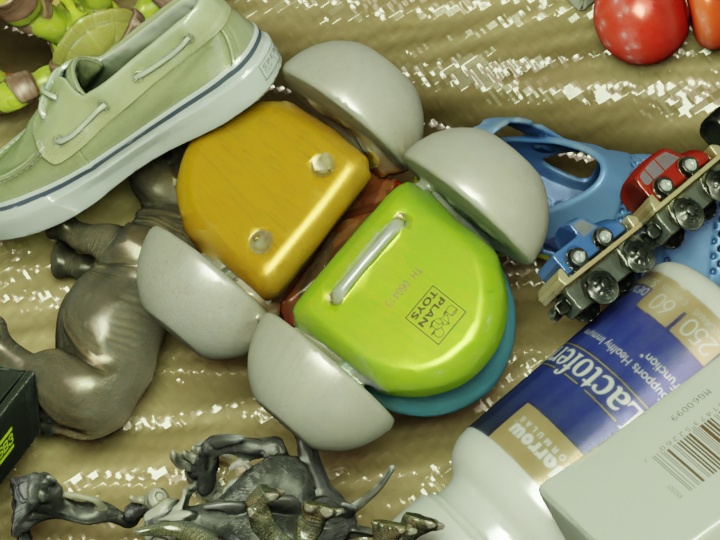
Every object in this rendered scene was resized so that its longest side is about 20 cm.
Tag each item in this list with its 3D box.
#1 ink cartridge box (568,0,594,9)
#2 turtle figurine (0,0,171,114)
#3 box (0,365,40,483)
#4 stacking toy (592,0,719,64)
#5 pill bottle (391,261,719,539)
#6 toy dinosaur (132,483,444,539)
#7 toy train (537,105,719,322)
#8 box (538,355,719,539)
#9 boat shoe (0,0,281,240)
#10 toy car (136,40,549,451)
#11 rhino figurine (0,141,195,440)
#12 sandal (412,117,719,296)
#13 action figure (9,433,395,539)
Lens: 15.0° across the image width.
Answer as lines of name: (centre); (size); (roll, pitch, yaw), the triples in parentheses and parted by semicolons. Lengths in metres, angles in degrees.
ink cartridge box: (0.141, -0.266, 1.499); (0.200, 0.084, 0.146); (-42, 75, -9)
turtle figurine: (-0.155, -0.125, 1.437); (0.199, 0.161, 0.065); (-28, 63, 4)
box: (-0.288, 0.101, 1.359); (0.199, 0.048, 0.193); (10, 37, 18)
stacking toy: (0.224, -0.151, 1.469); (0.199, 0.085, 0.086); (-14, 73, 5)
pill bottle: (0.118, 0.099, 1.372); (0.200, 0.116, 0.116); (-41, 75, -9)
toy dinosaur: (-0.017, 0.160, 1.285); (0.199, 0.077, 0.103); (10, 92, 4)
toy train: (0.157, -0.039, 1.381); (0.200, 0.034, 0.046); (-39, 85, -29)
box: (0.204, 0.151, 1.301); (0.152, 0.201, 0.106); (-34, 31, -8)
boat shoe: (-0.132, -0.083, 1.402); (0.199, 0.072, 0.062); (-29, 116, 23)
toy car: (0.000, 0.000, 1.386); (0.200, 0.150, 0.175); (36, 82, 30)
rhino figurine: (-0.126, 0.000, 1.445); (0.087, 0.060, 0.201); (24, 74, 14)
sandal: (0.124, -0.034, 1.429); (0.199, 0.087, 0.080); (8, 72, 3)
action figure: (-0.078, 0.135, 1.381); (0.199, 0.102, 0.120); (-5, 69, 3)
